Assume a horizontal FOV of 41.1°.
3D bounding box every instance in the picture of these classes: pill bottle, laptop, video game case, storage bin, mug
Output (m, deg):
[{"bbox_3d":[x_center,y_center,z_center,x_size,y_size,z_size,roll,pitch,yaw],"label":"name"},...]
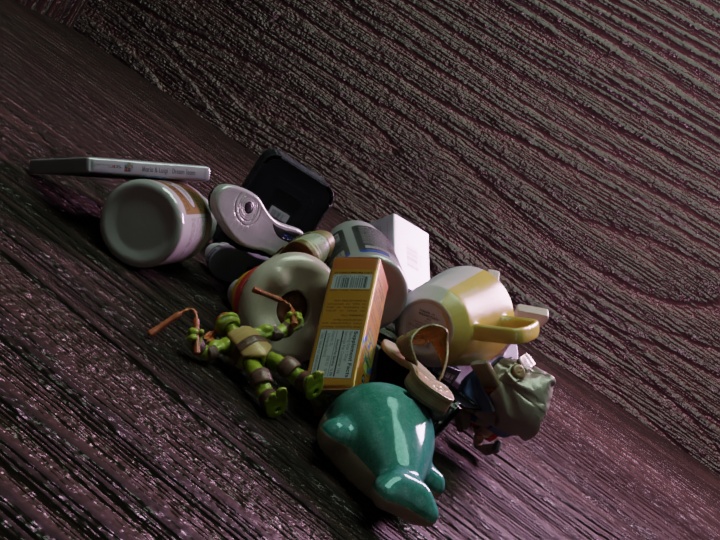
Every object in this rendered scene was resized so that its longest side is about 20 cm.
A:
[{"bbox_3d":[-0.267,-0.066,1.321,0.114,0.114,0.200,34,7,4],"label":"pill bottle"},{"bbox_3d":[0.000,0.000,1.381,0.114,0.114,0.200,31,13,-15],"label":"pill bottle"},{"bbox_3d":[0.037,0.163,1.224,0.177,0.200,0.103,36,-33,20],"label":"laptop"},{"bbox_3d":[-0.340,-0.141,1.351,0.182,0.024,0.200,0,4,-40],"label":"video game case"},{"bbox_3d":[-0.150,-0.091,1.629,0.135,0.200,0.094,31,8,-14],"label":"storage bin"},{"bbox_3d":[0.138,0.065,1.368,0.153,0.186,0.150,-8,72,-61],"label":"mug"}]

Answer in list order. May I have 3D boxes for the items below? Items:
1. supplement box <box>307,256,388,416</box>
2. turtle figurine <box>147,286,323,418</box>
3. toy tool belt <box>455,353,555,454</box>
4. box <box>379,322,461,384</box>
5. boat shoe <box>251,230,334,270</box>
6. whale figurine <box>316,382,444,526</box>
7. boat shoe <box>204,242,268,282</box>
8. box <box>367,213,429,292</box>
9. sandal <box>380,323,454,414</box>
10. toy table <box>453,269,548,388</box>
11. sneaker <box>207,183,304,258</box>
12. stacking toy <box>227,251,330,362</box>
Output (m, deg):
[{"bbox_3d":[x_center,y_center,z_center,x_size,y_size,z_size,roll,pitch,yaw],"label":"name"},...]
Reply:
[{"bbox_3d":[-0.016,0.078,1.167,0.069,0.200,0.067,2,-39,16],"label":"supplement box"},{"bbox_3d":[-0.128,0.096,1.082,0.200,0.064,0.161,-8,41,-44],"label":"turtle figurine"},{"bbox_3d":[0.178,0.179,1.365,0.123,0.125,0.200,28,-27,-8],"label":"toy tool belt"},{"bbox_3d":[0.029,0.122,1.467,0.200,0.086,0.164,25,12,-47],"label":"box"},{"bbox_3d":[-0.100,0.003,1.372,0.066,0.200,0.074,-36,93,-40],"label":"boat shoe"},{"bbox_3d":[0.033,0.186,1.009,0.159,0.104,0.200,31,6,-18],"label":"whale figurine"},{"bbox_3d":[-0.159,0.004,1.531,0.202,0.075,0.086,19,11,-26],"label":"boat shoe"},{"bbox_3d":[0.008,0.007,1.576,0.097,0.200,0.125,27,54,-44],"label":"box"},{"bbox_3d":[0.082,0.099,1.125,0.078,0.070,0.212,33,6,-13],"label":"sandal"},{"bbox_3d":[0.199,0.097,1.540,0.183,0.117,0.200,4,36,-5],"label":"toy table"},{"bbox_3d":[-0.179,-0.066,1.405,0.112,0.073,0.200,10,-17,39],"label":"sneaker"},{"bbox_3d":[-0.127,0.038,1.302,0.146,0.146,0.200,29,-6,-30],"label":"stacking toy"}]
